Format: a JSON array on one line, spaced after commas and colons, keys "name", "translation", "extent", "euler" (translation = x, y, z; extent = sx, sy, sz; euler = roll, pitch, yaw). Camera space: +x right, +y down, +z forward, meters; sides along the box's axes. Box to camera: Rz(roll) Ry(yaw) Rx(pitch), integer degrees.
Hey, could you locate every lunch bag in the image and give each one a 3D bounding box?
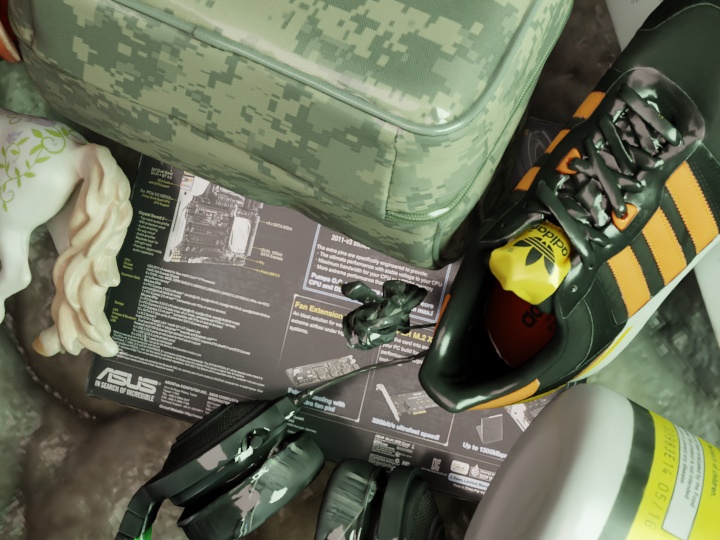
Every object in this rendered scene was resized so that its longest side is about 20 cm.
[{"name": "lunch bag", "translation": [-0.027, -0.090, 0.920], "extent": [0.200, 0.168, 0.139], "euler": [24, 62, 10]}]

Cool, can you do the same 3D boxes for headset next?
[{"name": "headset", "translation": [-0.024, 0.094, 0.957], "extent": [0.123, 0.094, 0.200], "euler": [28, 104, 7]}]

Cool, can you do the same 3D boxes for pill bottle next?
[{"name": "pill bottle", "translation": [0.143, 0.135, 0.938], "extent": [0.200, 0.112, 0.113], "euler": [28, 97, -9]}]

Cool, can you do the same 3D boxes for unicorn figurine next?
[{"name": "unicorn figurine", "translation": [-0.172, -0.044, 1.032], "extent": [0.200, 0.074, 0.138], "euler": [16, 111, 17]}]

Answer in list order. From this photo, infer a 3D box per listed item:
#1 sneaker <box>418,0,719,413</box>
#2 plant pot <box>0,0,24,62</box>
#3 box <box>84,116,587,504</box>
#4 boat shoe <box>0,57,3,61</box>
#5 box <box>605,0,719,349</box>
[{"name": "sneaker", "translation": [0.089, -0.021, 0.888], "extent": [0.070, 0.090, 0.200], "euler": [43, 126, 15]}, {"name": "plant pot", "translation": [-0.249, -0.141, 0.920], "extent": [0.195, 0.201, 0.201], "euler": [-19, 86, 0]}, {"name": "box", "translation": [0.000, 0.000, 1.021], "extent": [0.200, 0.050, 0.158], "euler": [14, 93, 12]}, {"name": "boat shoe", "translation": [-0.124, -0.183, 1.037], "extent": [0.065, 0.073, 0.200], "euler": [35, 98, 5]}, {"name": "box", "translation": [0.180, -0.079, 0.935], "extent": [0.124, 0.097, 0.200], "euler": [-20, 86, 35]}]
